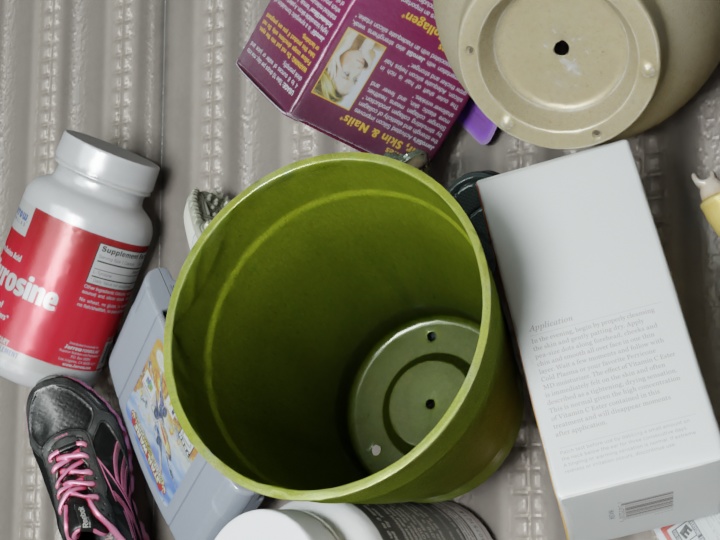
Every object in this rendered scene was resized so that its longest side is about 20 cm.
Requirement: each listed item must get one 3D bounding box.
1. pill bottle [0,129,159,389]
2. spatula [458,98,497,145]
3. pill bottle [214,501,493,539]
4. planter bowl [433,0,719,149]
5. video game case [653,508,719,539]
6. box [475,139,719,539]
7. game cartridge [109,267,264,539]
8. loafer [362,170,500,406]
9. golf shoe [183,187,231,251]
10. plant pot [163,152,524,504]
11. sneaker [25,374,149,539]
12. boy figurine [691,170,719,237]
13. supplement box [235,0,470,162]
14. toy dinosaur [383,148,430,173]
[{"bbox_3d":[-0.240,-0.007,1.195,0.112,0.112,0.202,26,97,37],"label":"pill bottle"},{"bbox_3d":[0.127,-0.183,1.009,0.201,0.020,0.057,-54,45,14],"label":"spatula"},{"bbox_3d":[-0.003,0.202,0.923,0.113,0.199,0.115,-8,77,35],"label":"pill bottle"},{"bbox_3d":[0.130,-0.156,0.869,0.198,0.135,0.202,9,125,13],"label":"planter bowl"},{"bbox_3d":[0.283,0.155,0.833,0.200,0.017,0.144,-42,60,24],"label":"video game case"},{"bbox_3d":[0.143,0.046,0.863,0.097,0.125,0.202,-14,64,6],"label":"box"},{"bbox_3d":[-0.139,0.116,1.112,0.133,0.041,0.201,-55,53,43],"label":"game cartridge"},{"bbox_3d":[0.056,0.022,1.012,0.071,0.063,0.201,29,105,5],"label":"loafer"},{"bbox_3d":[-0.105,0.032,1.113,0.097,0.078,0.201,-41,59,30],"label":"golf shoe"},{"bbox_3d":[0.014,0.060,0.877,0.199,0.193,0.202,-9,66,21],"label":"plant pot"},{"bbox_3d":[-0.212,0.176,1.120,0.078,0.095,0.202,-21,86,-1],"label":"sneaker"},{"bbox_3d":[0.257,-0.047,0.862,0.123,0.064,0.202,-4,76,33],"label":"boy figurine"},{"bbox_3d":[0.026,-0.188,1.009,0.201,0.130,0.103,-58,38,12],"label":"supplement box"},{"bbox_3d":[0.000,0.000,1.029,0.047,0.088,0.201,36,104,35],"label":"toy dinosaur"}]
